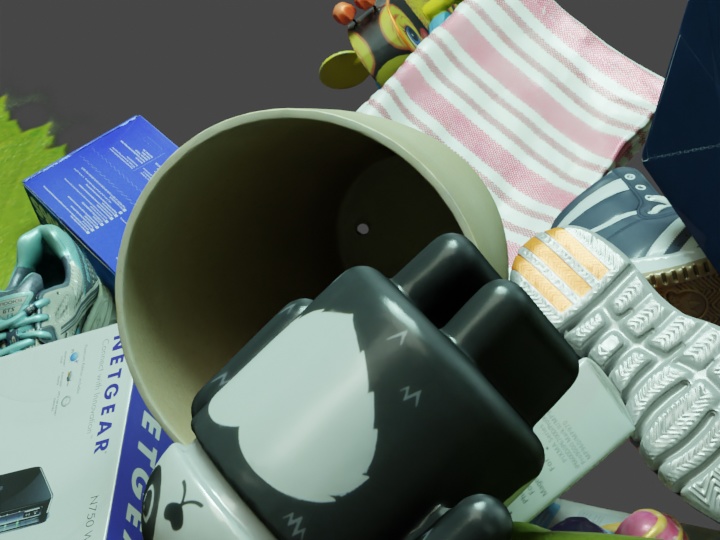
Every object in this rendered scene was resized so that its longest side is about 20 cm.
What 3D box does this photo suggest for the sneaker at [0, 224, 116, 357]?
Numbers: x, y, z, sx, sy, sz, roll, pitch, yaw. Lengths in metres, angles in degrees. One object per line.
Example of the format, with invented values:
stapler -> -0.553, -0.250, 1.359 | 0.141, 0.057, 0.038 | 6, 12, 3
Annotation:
sneaker -> -0.202, 0.053, 1.330 | 0.077, 0.087, 0.201 | -9, 38, 13

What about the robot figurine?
robot figurine -> -0.003, 0.079, 0.960 | 0.200, 0.125, 0.150 | -44, 4, -1

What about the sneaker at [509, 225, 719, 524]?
sneaker -> 0.158, 0.067, 1.148 | 0.077, 0.112, 0.200 | -36, 61, -6

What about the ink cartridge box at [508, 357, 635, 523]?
ink cartridge box -> 0.025, 0.129, 1.093 | 0.199, 0.057, 0.162 | -33, -1, -22

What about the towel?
towel -> 0.086, -0.090, 1.367 | 0.146, 0.030, 0.200 | 38, 60, 10

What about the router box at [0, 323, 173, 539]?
router box -> -0.185, 0.137, 1.180 | 0.178, 0.049, 0.201 | -17, 48, 27

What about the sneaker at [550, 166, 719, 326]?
sneaker -> 0.195, -0.011, 1.249 | 0.198, 0.070, 0.109 | -8, 34, 10

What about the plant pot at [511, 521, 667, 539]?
plant pot -> 0.106, 0.195, 0.949 | 0.200, 0.201, 0.192 | -37, 29, -23

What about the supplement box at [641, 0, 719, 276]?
supplement box -> 0.284, -0.057, 1.132 | 0.198, 0.135, 0.201 | -9, 47, -21

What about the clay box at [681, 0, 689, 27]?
clay box -> 0.258, -0.159, 1.386 | 0.114, 0.048, 0.201 | -21, 28, 29

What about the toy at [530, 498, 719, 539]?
toy -> 0.137, 0.151, 1.087 | 0.199, 0.047, 0.115 | 11, 43, 33

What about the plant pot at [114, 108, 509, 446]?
plant pot -> 0.000, 0.000, 1.132 | 0.186, 0.189, 0.200 | -5, 9, 18

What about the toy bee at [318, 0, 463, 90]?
toy bee -> 0.033, -0.154, 1.452 | 0.131, 0.109, 0.200 | -42, 25, 4

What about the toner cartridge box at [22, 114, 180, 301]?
toner cartridge box -> -0.131, -0.025, 1.433 | 0.095, 0.043, 0.200 | -32, 38, -15
